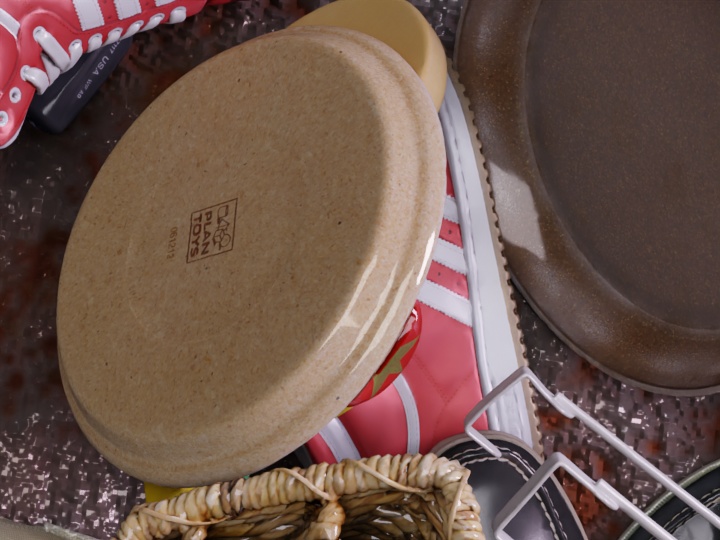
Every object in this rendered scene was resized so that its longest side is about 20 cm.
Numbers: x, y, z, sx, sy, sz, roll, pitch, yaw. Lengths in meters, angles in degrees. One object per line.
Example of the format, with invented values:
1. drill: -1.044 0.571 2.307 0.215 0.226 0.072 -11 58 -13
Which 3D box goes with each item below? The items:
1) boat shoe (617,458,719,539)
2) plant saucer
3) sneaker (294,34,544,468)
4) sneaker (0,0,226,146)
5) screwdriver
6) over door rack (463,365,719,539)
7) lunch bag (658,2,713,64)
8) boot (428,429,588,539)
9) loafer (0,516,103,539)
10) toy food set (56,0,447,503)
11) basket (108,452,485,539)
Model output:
1. boat shoe: 0.186 0.099 0.937 0.199 0.066 0.075 -19 82 -3
2. plant saucer: 0.113 -0.050 0.913 0.032 0.200 0.201 -20 80 -36
3. sneaker: 0.000 0.000 0.951 0.112 0.071 0.200 -12 84 -5
4. sneaker: -0.113 -0.099 0.929 0.200 0.071 0.113 5 95 -30
5. screwdriver: -0.085 -0.144 0.997 0.029 0.028 0.200 34 80 -24
6. over door rack: 0.140 0.092 0.826 0.200 0.148 0.067 27 98 -5
7. lunch bag: 0.232 -0.070 0.929 0.168 0.139 0.200 -38 84 -2
8. boot: 0.069 0.166 0.868 0.073 0.151 0.200 -9 96 -3
9. loafer: -0.134 0.137 0.930 0.200 0.068 0.076 14 81 2
10. toy food set: -0.044 -0.007 0.910 0.198 0.049 0.200 -31 50 25
11. basket: -0.035 0.175 0.826 0.142 0.149 0.200 3 67 -15
